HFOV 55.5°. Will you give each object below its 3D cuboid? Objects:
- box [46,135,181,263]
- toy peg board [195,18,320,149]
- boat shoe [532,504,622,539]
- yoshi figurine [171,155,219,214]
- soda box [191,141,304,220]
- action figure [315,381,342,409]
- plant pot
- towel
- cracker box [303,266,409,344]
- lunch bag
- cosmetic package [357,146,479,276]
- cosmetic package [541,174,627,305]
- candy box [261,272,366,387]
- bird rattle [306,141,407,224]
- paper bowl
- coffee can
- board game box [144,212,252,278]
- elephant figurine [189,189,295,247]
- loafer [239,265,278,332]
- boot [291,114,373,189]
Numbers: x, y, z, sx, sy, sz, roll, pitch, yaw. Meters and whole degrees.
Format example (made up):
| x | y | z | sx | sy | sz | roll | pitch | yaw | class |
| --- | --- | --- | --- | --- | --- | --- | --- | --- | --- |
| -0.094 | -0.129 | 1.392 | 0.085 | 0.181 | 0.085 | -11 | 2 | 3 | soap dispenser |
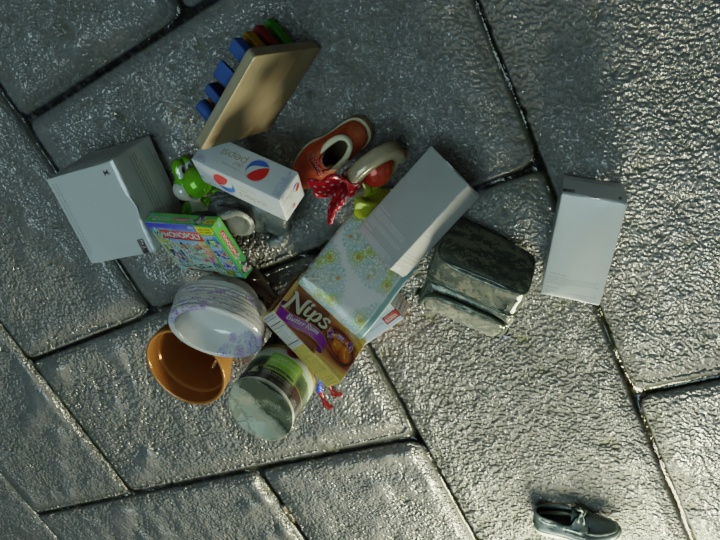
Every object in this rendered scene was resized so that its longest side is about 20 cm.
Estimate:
| x | y | z | sx | sy | sz | roll | pitch | yaw | class |
| --- | --- | --- | --- | --- | --- | --- | --- | --- | --- |
| -0.498 | -0.144 | 1.414 | 0.195 | 0.131 | 0.203 | -7 | 117 | 27 | box |
| -0.199 | -0.331 | 1.174 | 0.098 | 0.198 | 0.200 | 46 | 125 | 6 | toy peg board |
| 0.483 | 0.566 | 1.535 | 0.194 | 0.073 | 0.063 | -1 | 124 | 26 | boat shoe |
| -0.326 | -0.129 | 1.390 | 0.108 | 0.113 | 0.205 | -9 | 115 | 10 | yoshi figurine |
| -0.200 | -0.166 | 1.213 | 0.196 | 0.064 | 0.069 | 26 | 158 | 20 | soda box |
| -0.095 | 0.214 | 1.535 | 0.051 | 0.065 | 0.204 | 1 | 124 | 44 | action figure |
| -0.370 | 0.180 | 1.564 | 0.194 | 0.141 | 0.205 | 9 | 123 | 13 | plant pot |
| 0.000 | 0.000 | 1.318 | 0.170 | 0.048 | 0.201 | 41 | 81 | -10 | towel |
| -0.012 | 0.044 | 1.406 | 0.133 | 0.058 | 0.201 | -35 | 103 | 34 | cracker box |
| 0.212 | 0.029 | 1.275 | 0.195 | 0.141 | 0.170 | 22 | 135 | 3 | lunch bag |
| 0.101 | -0.102 | 1.201 | 0.200 | 0.090 | 0.108 | -44 | 66 | 10 | cosmetic package |
| 0.386 | -0.053 | 1.194 | 0.109 | 0.082 | 0.205 | 12 | 122 | 11 | cosmetic package |
| -0.091 | 0.120 | 1.379 | 0.201 | 0.117 | 0.056 | 48 | 140 | -12 | candy box |
| 0.003 | -0.168 | 1.193 | 0.162 | 0.198 | 0.114 | -41 | 69 | 21 | bird rattle |
| -0.283 | 0.085 | 1.391 | 0.194 | 0.107 | 0.203 | 7 | 147 | 4 | paper bowl |
| -0.163 | 0.224 | 1.405 | 0.142 | 0.201 | 0.150 | 9 | 121 | 16 | coffee can |
| -0.315 | -0.050 | 1.327 | 0.196 | 0.029 | 0.136 | 7 | 141 | 36 | board game box |
| -0.226 | -0.119 | 1.296 | 0.194 | 0.142 | 0.159 | 9 | 112 | -16 | elephant figurine |
| -0.211 | 0.086 | 1.492 | 0.072 | 0.071 | 0.201 | -31 | 106 | 32 | loafer |
| -0.071 | -0.202 | 1.250 | 0.198 | 0.108 | 0.075 | -34 | 104 | 34 | boot |
